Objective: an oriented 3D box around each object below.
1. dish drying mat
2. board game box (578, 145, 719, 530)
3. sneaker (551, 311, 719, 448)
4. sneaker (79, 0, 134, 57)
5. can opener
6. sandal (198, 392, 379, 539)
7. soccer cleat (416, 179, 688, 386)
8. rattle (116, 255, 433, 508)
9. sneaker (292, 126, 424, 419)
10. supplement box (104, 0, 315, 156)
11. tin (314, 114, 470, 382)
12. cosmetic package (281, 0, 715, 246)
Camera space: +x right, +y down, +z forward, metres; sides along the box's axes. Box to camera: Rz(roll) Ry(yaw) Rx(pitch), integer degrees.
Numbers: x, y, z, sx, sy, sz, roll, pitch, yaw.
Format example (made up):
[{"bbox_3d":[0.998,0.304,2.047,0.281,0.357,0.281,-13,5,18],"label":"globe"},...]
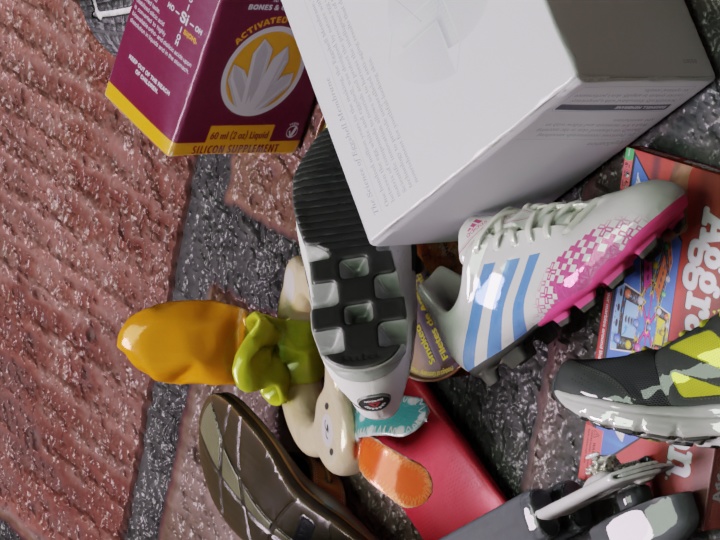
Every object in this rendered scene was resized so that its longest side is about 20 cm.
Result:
[{"bbox_3d":[0.057,0.141,1.745,0.200,0.018,0.077,54,131,31],"label":"dish drying mat"},{"bbox_3d":[0.179,0.038,1.594,0.103,0.019,0.201,20,107,46],"label":"board game box"},{"bbox_3d":[0.201,0.054,1.524,0.199,0.074,0.085,3,83,28],"label":"sneaker"},{"bbox_3d":[-0.139,-0.236,1.880,0.074,0.081,0.201,-6,75,39],"label":"sneaker"},{"bbox_3d":[0.111,0.154,1.628,0.200,0.052,0.067,-28,73,47],"label":"can opener"},{"bbox_3d":[-0.032,0.155,1.829,0.200,0.054,0.082,38,127,25],"label":"sandal"},{"bbox_3d":[0.103,-0.009,1.599,0.086,0.070,0.200,52,133,4],"label":"soccer cleat"},{"bbox_3d":[-0.051,0.076,1.741,0.131,0.142,0.200,-60,32,29],"label":"rattle"},{"bbox_3d":[0.000,0.000,1.691,0.089,0.074,0.201,75,-166,-54],"label":"sneaker"},{"bbox_3d":[-0.075,-0.180,1.803,0.086,0.110,0.201,43,123,39],"label":"supplement box"},{"bbox_3d":[0.033,-0.026,1.745,0.112,0.042,0.201,-40,64,39],"label":"tin"},{"bbox_3d":[0.071,-0.148,1.626,0.200,0.122,0.200,-37,66,43],"label":"cosmetic package"}]
